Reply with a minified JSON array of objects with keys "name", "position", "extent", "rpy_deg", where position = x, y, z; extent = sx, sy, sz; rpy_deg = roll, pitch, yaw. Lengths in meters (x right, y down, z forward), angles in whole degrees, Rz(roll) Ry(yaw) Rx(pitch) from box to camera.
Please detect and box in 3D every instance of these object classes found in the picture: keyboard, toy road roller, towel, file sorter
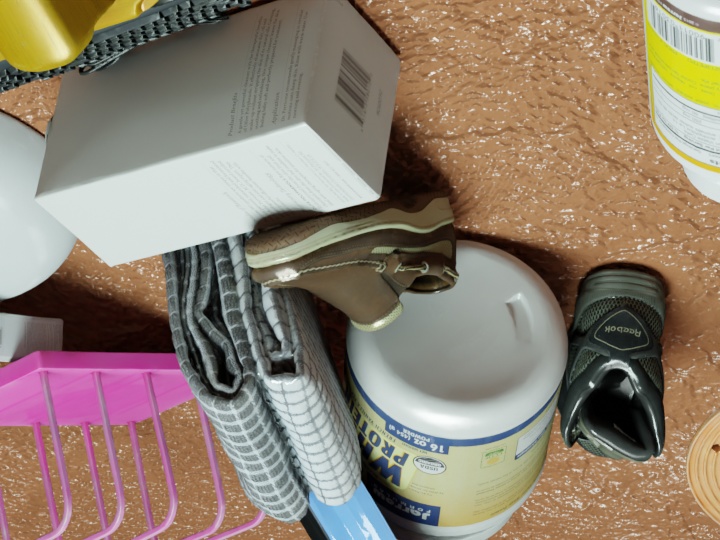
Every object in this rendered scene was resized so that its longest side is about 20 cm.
[{"name":"keyboard","position":[-0.135,-0.135,1.494],"extent":[0.199,0.021,0.127],"rpy_deg":[-16,-179,27]},{"name":"toy road roller","position":[-0.181,-0.168,1.373],"extent":[0.199,0.146,0.123],"rpy_deg":[-13,118,34]},{"name":"towel","position":[-0.073,0.039,1.637],"extent":[0.085,0.201,0.166],"rpy_deg":[-21,144,2]},{"name":"file sorter","position":[-0.180,0.136,1.814],"extent":[0.139,0.126,0.199],"rpy_deg":[-25,161,40]}]

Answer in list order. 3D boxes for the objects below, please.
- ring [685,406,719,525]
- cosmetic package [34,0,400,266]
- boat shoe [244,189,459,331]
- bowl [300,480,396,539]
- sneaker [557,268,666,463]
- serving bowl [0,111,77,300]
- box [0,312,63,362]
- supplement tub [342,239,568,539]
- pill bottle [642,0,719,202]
[{"name":"ring","position":[0.305,0.121,1.648],"extent":[0.199,0.019,0.201],"rpy_deg":[3,140,3]},{"name":"cosmetic package","position":[-0.086,-0.084,1.540],"extent":[0.199,0.108,0.085],"rpy_deg":[-13,142,32]},{"name":"boat shoe","position":[0.005,-0.001,1.578],"extent":[0.074,0.075,0.202],"rpy_deg":[-14,180,34]},{"name":"bowl","position":[-0.017,0.164,1.762],"extent":[0.039,0.201,0.201],"rpy_deg":[-31,144,-7]},{"name":"sneaker","position":[0.164,0.095,1.753],"extent":[0.076,0.115,0.200],"rpy_deg":[9,149,2]},{"name":"serving bowl","position":[-0.282,-0.033,1.702],"extent":[0.199,0.066,0.200],"rpy_deg":[6,148,4]},{"name":"box","position":[-0.322,0.039,1.772],"extent":[0.199,0.037,0.144],"rpy_deg":[5,178,20]},{"name":"supplement tub","position":[0.058,0.088,1.735],"extent":[0.143,0.145,0.200],"rpy_deg":[7,147,2]},{"name":"pill bottle","position":[0.208,-0.122,1.411],"extent":[0.109,0.110,0.200],"rpy_deg":[2,147,10]}]
